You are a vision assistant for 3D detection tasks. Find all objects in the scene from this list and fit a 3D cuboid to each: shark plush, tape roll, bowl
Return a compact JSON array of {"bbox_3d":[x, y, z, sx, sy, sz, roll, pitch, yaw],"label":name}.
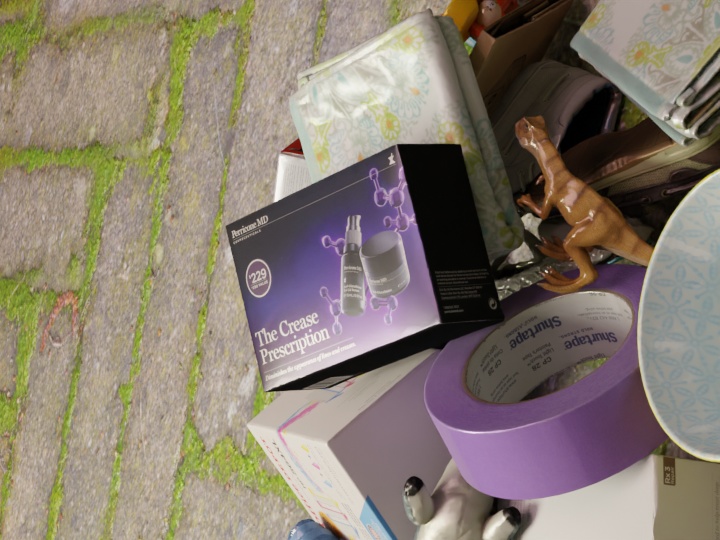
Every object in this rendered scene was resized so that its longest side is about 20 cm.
[{"bbox_3d":[0.077,0.221,1.681,0.083,0.090,0.201,-72,-13,-65],"label":"shark plush"},{"bbox_3d":[0.149,0.079,1.591,0.199,0.066,0.200,-23,26,12],"label":"tape roll"},{"bbox_3d":[0.287,0.033,1.444,0.200,0.107,0.201,-26,59,55],"label":"bowl"}]

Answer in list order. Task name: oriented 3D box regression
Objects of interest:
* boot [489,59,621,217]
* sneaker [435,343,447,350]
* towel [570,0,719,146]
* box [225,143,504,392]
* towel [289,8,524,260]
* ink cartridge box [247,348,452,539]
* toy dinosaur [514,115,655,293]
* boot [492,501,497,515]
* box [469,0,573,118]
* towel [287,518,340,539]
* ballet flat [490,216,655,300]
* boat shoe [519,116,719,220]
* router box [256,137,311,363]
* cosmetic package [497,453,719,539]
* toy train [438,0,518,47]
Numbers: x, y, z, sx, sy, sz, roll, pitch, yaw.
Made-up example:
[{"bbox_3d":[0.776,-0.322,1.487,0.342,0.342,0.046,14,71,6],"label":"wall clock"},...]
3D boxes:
[{"bbox_3d":[0.132,-0.079,1.745,0.095,0.073,0.201,21,79,55],"label":"boot"},{"bbox_3d":[0.048,0.061,1.885,0.201,0.078,0.089,-65,30,24],"label":"sneaker"},{"bbox_3d":[0.250,-0.193,1.592,0.171,0.048,0.200,-50,31,8],"label":"towel"},{"bbox_3d":[0.000,0.000,1.658,0.200,0.079,0.142,-24,73,42],"label":"box"},{"bbox_3d":[0.031,-0.087,1.714,0.171,0.048,0.201,-23,82,44],"label":"towel"},{"bbox_3d":[0.010,0.145,1.799,0.125,0.129,0.200,-39,16,-19],"label":"ink cartridge box"},{"bbox_3d":[0.176,-0.029,1.587,0.200,0.060,0.106,40,128,7],"label":"toy dinosaur"},{"bbox_3d":[0.072,0.213,1.799,0.200,0.075,0.074,31,110,60],"label":"boot"},{"bbox_3d":[0.098,-0.131,1.794,0.021,0.163,0.200,34,121,12],"label":"box"},{"bbox_3d":[0.001,0.305,1.798,0.200,0.048,0.112,55,155,35],"label":"towel"},{"bbox_3d":[0.149,-0.008,1.722,0.200,0.071,0.072,-35,52,50],"label":"ballet flat"},{"bbox_3d":[0.205,-0.069,1.637,0.200,0.065,0.073,-20,28,47],"label":"boat shoe"},{"bbox_3d":[-0.030,-0.032,1.930,0.179,0.049,0.201,-45,-35,-63],"label":"router box"},{"bbox_3d":[0.185,0.202,1.599,0.200,0.081,0.113,-14,69,57],"label":"cosmetic package"},{"bbox_3d":[0.088,-0.176,1.828,0.200,0.056,0.150,-54,-13,-13],"label":"toy train"}]
